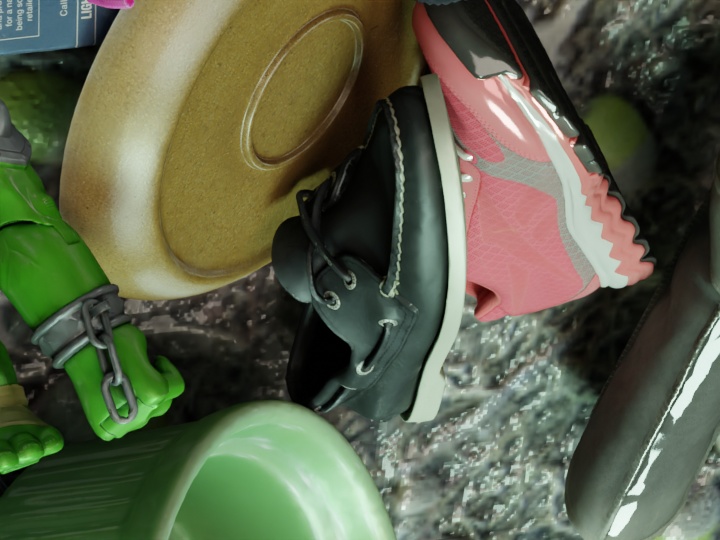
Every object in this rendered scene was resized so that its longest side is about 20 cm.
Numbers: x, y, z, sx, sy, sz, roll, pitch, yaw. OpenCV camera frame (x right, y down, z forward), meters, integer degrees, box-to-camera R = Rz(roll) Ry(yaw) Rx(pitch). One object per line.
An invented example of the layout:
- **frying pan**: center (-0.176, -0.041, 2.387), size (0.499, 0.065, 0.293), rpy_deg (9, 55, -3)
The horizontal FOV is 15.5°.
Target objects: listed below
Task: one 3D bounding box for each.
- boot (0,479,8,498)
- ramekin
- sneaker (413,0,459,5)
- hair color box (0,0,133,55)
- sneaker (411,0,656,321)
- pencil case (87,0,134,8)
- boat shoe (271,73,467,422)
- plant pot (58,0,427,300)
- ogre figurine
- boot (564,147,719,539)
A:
- **boot**: center (-0.142, 0.130, 1.031), size (0.200, 0.073, 0.091), rpy_deg (27, 101, -37)
- **ramekin**: center (-0.067, 0.152, 1.008), size (0.097, 0.201, 0.200), rpy_deg (-6, 131, 29)
- **sneaker**: center (0.055, -0.145, 0.936), size (0.066, 0.079, 0.200), rpy_deg (-31, 173, 36)
- **hair color box**: center (-0.182, -0.109, 0.865), size (0.199, 0.100, 0.061), rpy_deg (-9, 119, -22)
- **sneaker**: center (0.049, -0.033, 1.012), size (0.086, 0.074, 0.200), rpy_deg (-28, 145, 6)
- **pencil case**: center (-0.059, -0.187, 0.820), size (0.088, 0.088, 0.201), rpy_deg (37, 69, -35)
- **boat shoe**: center (0.000, -0.002, 0.970), size (0.066, 0.075, 0.200), rpy_deg (-5, 155, -6)
- **plant pot**: center (-0.027, -0.069, 0.941), size (0.200, 0.027, 0.200), rpy_deg (-43, 154, -27)
- **ogre figurine**: center (-0.161, 0.015, 0.914), size (0.098, 0.200, 0.121), rpy_deg (-18, 92, -38)
- **boot**: center (0.158, 0.000, 1.093), size (0.182, 0.072, 0.201), rpy_deg (-43, 154, -45)
